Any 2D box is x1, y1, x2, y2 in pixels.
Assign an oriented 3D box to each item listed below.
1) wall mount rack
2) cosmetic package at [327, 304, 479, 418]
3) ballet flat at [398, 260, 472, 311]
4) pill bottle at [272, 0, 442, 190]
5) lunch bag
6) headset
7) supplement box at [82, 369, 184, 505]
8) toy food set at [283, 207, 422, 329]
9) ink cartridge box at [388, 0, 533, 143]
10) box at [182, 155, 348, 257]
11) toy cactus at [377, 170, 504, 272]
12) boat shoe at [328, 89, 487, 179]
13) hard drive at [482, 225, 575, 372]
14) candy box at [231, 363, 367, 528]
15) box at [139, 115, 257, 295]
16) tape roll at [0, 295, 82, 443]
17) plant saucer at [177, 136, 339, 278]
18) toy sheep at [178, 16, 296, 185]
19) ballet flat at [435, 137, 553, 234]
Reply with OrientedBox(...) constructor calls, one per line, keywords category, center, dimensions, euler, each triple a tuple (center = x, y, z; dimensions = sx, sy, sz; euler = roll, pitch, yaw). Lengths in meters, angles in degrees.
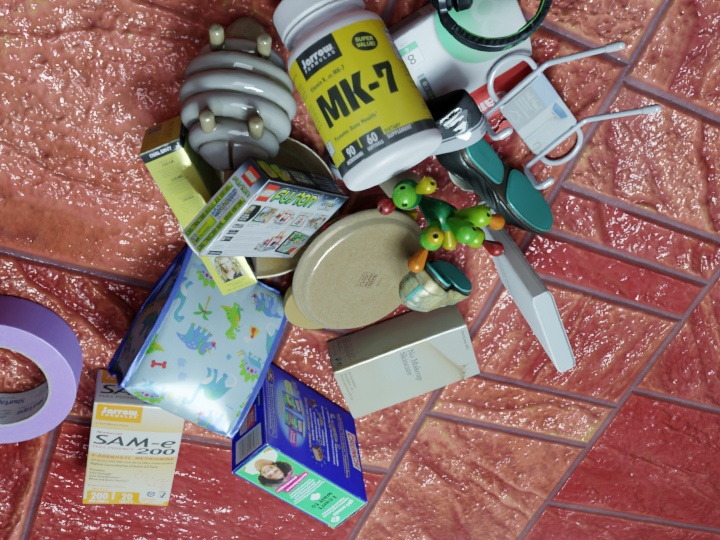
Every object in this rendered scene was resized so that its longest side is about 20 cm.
OrientedBox(category="wall mount rack", center=(0.249, -0.192, 0.871), dimensions=(0.174, 0.075, 0.200), euler=(-38, 134, 17))
OrientedBox(category="cosmetic package", center=(0.063, 0.128, 1.058), dimensions=(0.199, 0.073, 0.104), euler=(-21, 124, 3))
OrientedBox(category="ballet flat", center=(0.095, 0.023, 0.948), dimensions=(0.070, 0.200, 0.071), euler=(0, 89, 19))
OrientedBox(category="pill bottle", center=(-0.007, -0.196, 0.761), dimensions=(0.114, 0.114, 0.201), euler=(-28, 87, 6))
OrientedBox(category="lunch bag", center=(-0.204, 0.087, 0.946), dimensions=(0.170, 0.127, 0.201), euler=(32, 82, -28))
OrientedBox(category="headset", center=(0.112, -0.321, 0.738), dimensions=(0.123, 0.094, 0.200), euler=(-40, 88, 6))
OrientedBox(category="supplement box", center=(-0.327, 0.246, 1.048), dimensions=(0.125, 0.074, 0.201), euler=(7, 120, -17))
OrientedBox(category="toy food set", center=(0.000, 0.000, 0.954), dimensions=(0.197, 0.049, 0.201), euler=(-6, 129, -27))
OrientedBox(category="ink cartridge box", center=(0.131, -0.228, 0.859), dimensions=(0.161, 0.050, 0.200), euler=(-30, 121, 8))
OrientedBox(category="box", center=(-0.097, -0.063, 0.801), dimensions=(0.110, 0.035, 0.200), euler=(-45, 165, 16))
OrientedBox(category="toy cactus", center=(0.078, -0.070, 0.872), dimensions=(0.199, 0.165, 0.103), euler=(6, 118, -47))
OrientedBox(category="boat shoe", center=(0.044, -0.161, 0.839), dimensions=(0.199, 0.070, 0.066), euler=(-9, 135, 28))
OrientedBox(category="hard drive", center=(0.213, 0.022, 0.944), dimensions=(0.026, 0.200, 0.132), euler=(-26, 124, 4))
OrientedBox(category="candy box", center=(-0.089, 0.248, 1.043), dimensions=(0.077, 0.169, 0.200), euler=(-41, 121, 19))
OrientedBox(category="box", center=(-0.180, -0.072, 0.834), dimensions=(0.050, 0.075, 0.201), euler=(-21, 125, 5))
OrientedBox(category="tape roll", center=(-0.474, 0.132, 0.949), dimensions=(0.199, 0.066, 0.201), euler=(-6, 124, -9))
OrientedBox(category="plant saucer", center=(-0.127, -0.083, 0.902), dimensions=(0.199, 0.035, 0.201), euler=(-6, 122, -9))
OrientedBox(category="toy sheep", center=(-0.131, -0.174, 0.770), dimensions=(0.137, 0.138, 0.201), euler=(12, 78, -19))
OrientedBox(category="ballet flat", center=(0.169, -0.111, 0.930), dimensions=(0.068, 0.068, 0.200), euler=(-11, 139, 47))
